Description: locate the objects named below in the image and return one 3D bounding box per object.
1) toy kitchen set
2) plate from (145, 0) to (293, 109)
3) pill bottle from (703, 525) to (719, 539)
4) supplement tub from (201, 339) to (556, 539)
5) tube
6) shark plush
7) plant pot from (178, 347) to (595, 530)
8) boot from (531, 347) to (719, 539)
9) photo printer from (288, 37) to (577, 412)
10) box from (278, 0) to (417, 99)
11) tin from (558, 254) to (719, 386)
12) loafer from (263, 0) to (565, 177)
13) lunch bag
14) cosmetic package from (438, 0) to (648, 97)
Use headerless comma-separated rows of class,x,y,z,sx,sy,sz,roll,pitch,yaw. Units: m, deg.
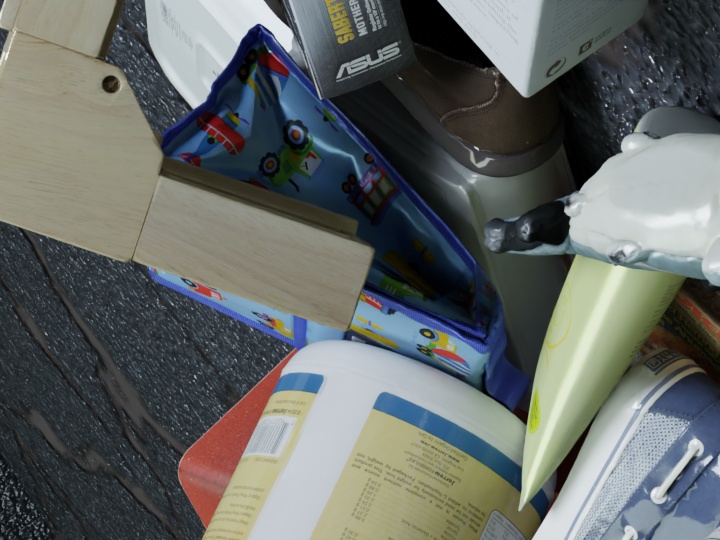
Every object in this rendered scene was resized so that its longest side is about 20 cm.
toy kitchen set,-0.068,-0.103,1.285,0.179,0.201,0.163,18,-177,-9
plate,-0.067,-0.113,1.662,0.200,0.032,0.200,49,164,17
pill bottle,0.187,0.141,1.172,0.112,0.200,0.113,47,163,19
supplement tub,-0.007,0.150,1.369,0.144,0.201,0.145,24,164,7
tube,0.106,0.016,1.262,0.052,0.058,0.201,49,139,24
shark plush,0.130,-0.006,1.152,0.199,0.091,0.083,-15,145,34
plant pot,0.058,0.135,1.564,0.176,0.200,0.201,18,143,47
boot,0.128,0.138,1.318,0.090,0.073,0.201,41,131,28
photo printer,0.050,-0.024,1.449,0.166,0.069,0.201,39,159,42
box,-0.039,-0.197,1.259,0.159,0.048,0.201,70,179,-46
tin,0.165,0.037,1.313,0.200,0.042,0.112,46,166,23
loafer,0.022,-0.128,1.336,0.200,0.073,0.071,40,149,26
lunch bag,0.000,0.000,1.394,0.200,0.094,0.151,36,162,11
cosmetic package,0.066,-0.163,1.117,0.102,0.074,0.200,49,162,17
